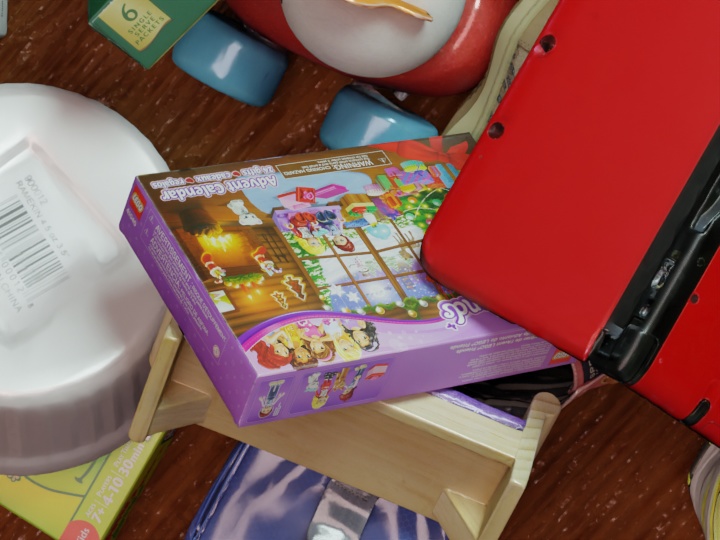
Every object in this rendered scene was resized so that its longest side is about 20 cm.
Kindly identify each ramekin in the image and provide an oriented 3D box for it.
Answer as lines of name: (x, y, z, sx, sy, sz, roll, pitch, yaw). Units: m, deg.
ramekin: (-0.180, -0.001, 1.490, 0.200, 0.098, 0.201, 2, 71, -5)

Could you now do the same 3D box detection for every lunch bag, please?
lunch bag: (-0.030, 0.168, 1.501, 0.136, 0.132, 0.200, 27, 97, 6)

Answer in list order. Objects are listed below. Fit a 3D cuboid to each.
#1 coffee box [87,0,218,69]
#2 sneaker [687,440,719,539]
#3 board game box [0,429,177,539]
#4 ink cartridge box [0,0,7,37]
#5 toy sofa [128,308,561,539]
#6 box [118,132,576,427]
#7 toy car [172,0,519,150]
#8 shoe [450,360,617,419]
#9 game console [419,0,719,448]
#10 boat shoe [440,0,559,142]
coffee box: (-0.088, -0.194, 1.448, 0.044, 0.200, 0.123, 40, 107, -24)
sneaker: (0.231, 0.081, 1.441, 0.075, 0.077, 0.200, 8, 131, -13)
board game box: (-0.203, 0.063, 1.563, 0.200, 0.048, 0.102, 31, 98, 5)
ink cartridge box: (-0.281, -0.160, 1.482, 0.146, 0.200, 0.083, -1, 94, 9)
toy sofa: (-0.007, 0.061, 1.407, 0.200, 0.098, 0.083, 23, 135, -1)
box: (0.000, 0.000, 1.382, 0.137, 0.200, 0.039, 56, 141, 33)
toy car: (-0.007, -0.155, 1.440, 0.177, 0.200, 0.185, 28, 97, 6)
shoe: (0.138, 0.031, 1.459, 0.200, 0.091, 0.072, -9, 111, 26)
game console: (0.160, -0.037, 1.364, 0.172, 0.119, 0.200, 32, 87, -35)
boat shoe: (0.101, -0.093, 1.468, 0.063, 0.073, 0.200, 45, 127, 20)
